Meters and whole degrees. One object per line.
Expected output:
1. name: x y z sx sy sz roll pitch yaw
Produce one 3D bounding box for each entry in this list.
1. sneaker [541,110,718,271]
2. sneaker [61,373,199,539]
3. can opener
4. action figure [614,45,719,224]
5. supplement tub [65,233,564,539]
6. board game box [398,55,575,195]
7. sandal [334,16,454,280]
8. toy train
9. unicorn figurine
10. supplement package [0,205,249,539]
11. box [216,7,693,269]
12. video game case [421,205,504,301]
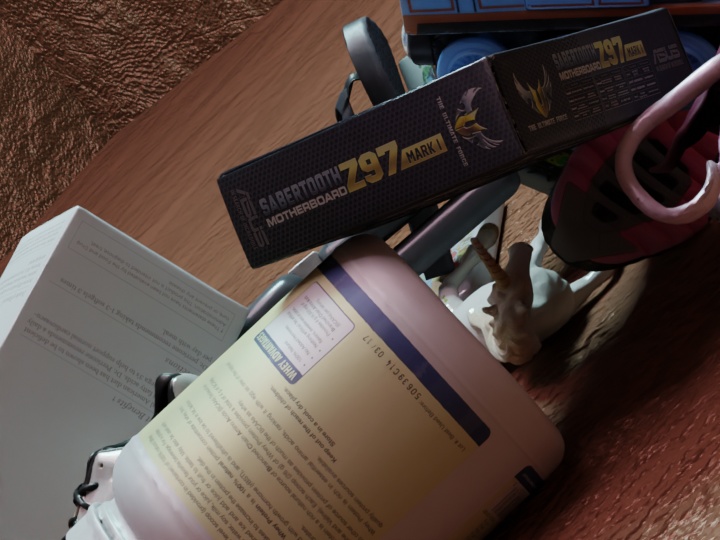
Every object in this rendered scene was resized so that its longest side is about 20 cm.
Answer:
1. sneaker: 0.149 -0.053 1.271 0.200 0.079 0.095 -43 2 -41
2. sneaker: -0.124 0.136 1.180 0.200 0.080 0.074 -52 18 -18
3. can opener: 0.000 0.000 1.315 0.200 0.053 0.067 -41 -1 12
4. action figure: 0.198 -0.120 1.090 0.134 0.149 0.201 43 118 47
5. supplement tub: -0.022 0.098 1.090 0.200 0.145 0.145 -43 11 -1
6. board game box: 0.146 -0.130 1.350 0.200 0.147 0.064 -37 56 27
7. sandal: 0.016 -0.061 1.379 0.043 0.200 0.076 -17 47 1
8. toy train: 0.113 -0.145 1.215 0.199 0.115 0.087 0 34 20
9. unicorn figurine: 0.079 0.016 1.275 0.137 0.074 0.200 -53 -1 -39
10. supplement package: -0.167 0.085 1.285 0.200 0.117 0.117 -63 17 -18
11. box: 0.050 -0.065 1.114 0.157 0.051 0.200 -21 1 33
12. video game case: 0.014 0.035 1.514 0.182 0.023 0.200 -39 12 18
